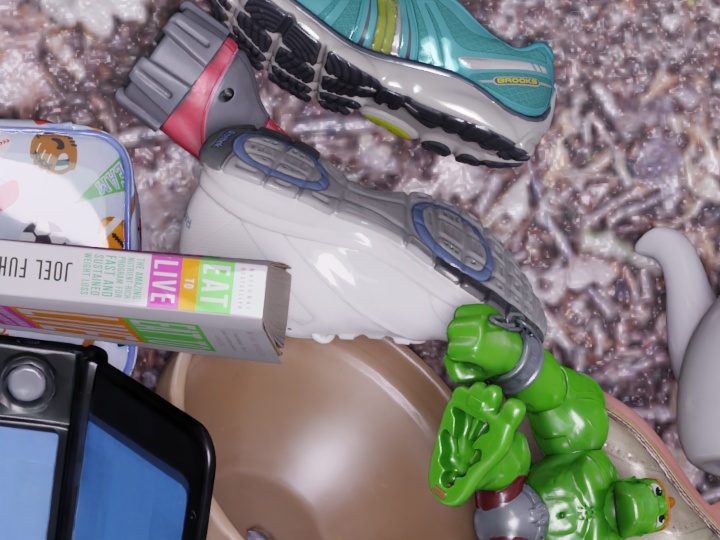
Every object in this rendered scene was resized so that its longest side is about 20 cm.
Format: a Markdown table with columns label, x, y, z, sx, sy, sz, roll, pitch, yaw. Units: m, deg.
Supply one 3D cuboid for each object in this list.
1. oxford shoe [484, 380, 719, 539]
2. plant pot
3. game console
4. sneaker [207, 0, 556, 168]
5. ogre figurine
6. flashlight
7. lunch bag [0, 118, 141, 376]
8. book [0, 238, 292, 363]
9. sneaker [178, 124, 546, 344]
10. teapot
| label | x | y | z | sx | sy | sz | roll | pitch | yaw |
| --- | --- | --- | --- | --- | --- | --- | --- | --- | --- |
| oxford shoe | 0.131 | 0.124 | 1.333 | 0.200 | 0.071 | 0.074 | 39 | 61 | 18 |
| plant pot | -0.031 | 0.119 | 1.310 | 0.200 | 0.201 | 0.093 | 37 | 128 | -7 |
| game console | -0.168 | 0.144 | 1.250 | 0.175 | 0.116 | 0.201 | 7 | 105 | -6 |
| sneaker | 0.011 | -0.122 | 1.348 | 0.199 | 0.077 | 0.080 | 24 | 70 | -12 |
| ogre figurine | 0.089 | 0.119 | 1.260 | 0.098 | 0.120 | 0.201 | -31 | 73 | 31 |
| flashlight | -0.032 | -0.057 | 1.338 | 0.200 | 0.068 | 0.068 | 36 | 81 | -6 |
| lunch bag | -0.212 | 0.002 | 1.315 | 0.199 | 0.076 | 0.161 | -1 | 92 | -7 |
| book | -0.137 | 0.006 | 1.202 | 0.199 | 0.134 | 0.048 | 5 | 84 | 4 |
| sneaker | 0.000 | 0.000 | 1.298 | 0.199 | 0.075 | 0.087 | 25 | 117 | -4 |
| teapot | 0.263 | 0.040 | 1.320 | 0.199 | 0.197 | 0.147 | 12 | 80 | -18 |
